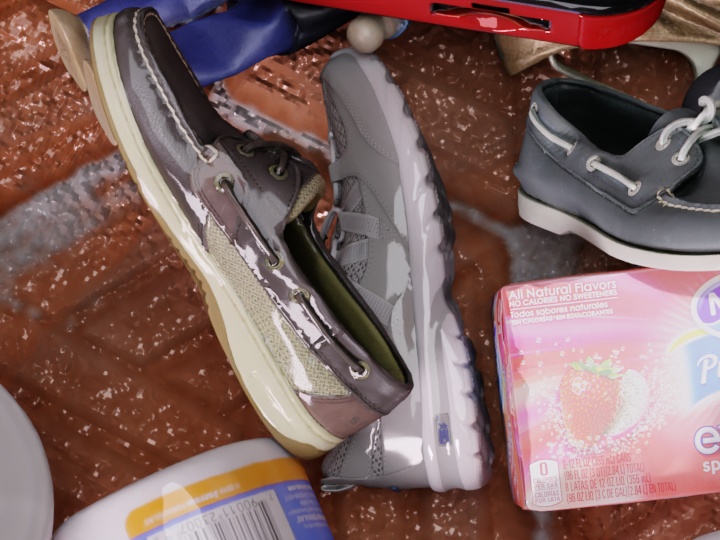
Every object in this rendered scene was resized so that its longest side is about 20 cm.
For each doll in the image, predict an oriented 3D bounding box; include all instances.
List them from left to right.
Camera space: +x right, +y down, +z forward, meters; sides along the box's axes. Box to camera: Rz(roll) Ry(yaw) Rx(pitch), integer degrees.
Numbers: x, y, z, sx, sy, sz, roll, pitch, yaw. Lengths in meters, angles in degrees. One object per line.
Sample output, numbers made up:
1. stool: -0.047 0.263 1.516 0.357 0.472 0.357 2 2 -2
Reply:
1. doll: -0.035 -0.129 1.197 0.200 0.049 0.137 -24 49 -12

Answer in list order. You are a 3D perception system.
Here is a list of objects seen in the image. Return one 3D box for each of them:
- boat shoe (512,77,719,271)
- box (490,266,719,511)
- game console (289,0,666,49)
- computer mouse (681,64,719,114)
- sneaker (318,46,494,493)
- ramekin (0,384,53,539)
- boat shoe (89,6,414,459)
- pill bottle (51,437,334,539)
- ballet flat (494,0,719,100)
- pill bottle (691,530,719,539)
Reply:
1. boat shoe: 0.125 -0.040 1.111 0.073 0.200 0.062 -8 103 -26
2. box: 0.158 0.042 1.131 0.200 0.103 0.095 -6 88 1
3. game console: 0.043 -0.173 1.183 0.200 0.031 0.177 10 51 6
4. computer mouse: 0.232 -0.046 1.167 0.200 0.034 0.059 16 90 -3
5. sneaker: 0.000 0.000 1.165 0.082 0.075 0.200 -12 73 6
6. ramekin: -0.226 0.118 1.096 0.202 0.094 0.203 7 42 -6
7. boat shoe: -0.042 -0.023 1.113 0.065 0.073 0.200 -27 96 16
8. pill bottle: -0.040 0.178 1.107 0.112 0.112 0.200 -23 79 -4
9. ballet flat: 0.153 -0.100 1.194 0.200 0.068 0.072 5 98 2
10. pill bottle: 0.144 0.165 1.061 0.112 0.200 0.112 0 78 2
